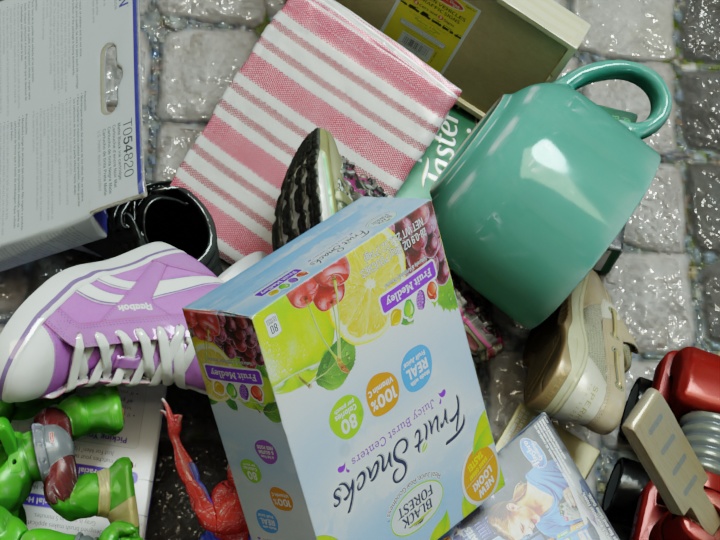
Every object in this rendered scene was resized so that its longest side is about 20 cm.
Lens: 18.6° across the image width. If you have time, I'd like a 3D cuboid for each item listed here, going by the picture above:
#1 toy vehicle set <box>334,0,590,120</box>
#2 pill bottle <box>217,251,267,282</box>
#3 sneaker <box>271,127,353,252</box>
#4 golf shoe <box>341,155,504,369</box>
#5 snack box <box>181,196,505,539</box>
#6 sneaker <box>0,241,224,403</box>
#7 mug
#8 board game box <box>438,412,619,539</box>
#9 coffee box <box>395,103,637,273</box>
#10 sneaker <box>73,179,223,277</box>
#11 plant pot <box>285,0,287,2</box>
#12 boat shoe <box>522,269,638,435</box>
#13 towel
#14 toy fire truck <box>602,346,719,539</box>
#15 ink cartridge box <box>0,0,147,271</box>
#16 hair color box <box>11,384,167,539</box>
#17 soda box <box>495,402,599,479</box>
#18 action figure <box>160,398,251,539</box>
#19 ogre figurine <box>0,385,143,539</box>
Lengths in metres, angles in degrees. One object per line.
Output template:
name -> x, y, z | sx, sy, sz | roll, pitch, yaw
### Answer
toy vehicle set -> 0.054, -0.186, 1.574 | 0.199, 0.124, 0.027 | 33, 56, -2
pill bottle -> -0.029, 0.086, 1.500 | 0.111, 0.111, 0.200 | -38, 76, -24
sneaker -> 0.000, 0.000, 1.461 | 0.088, 0.077, 0.202 | 1, 66, -31
golf shoe -> 0.009, 0.006, 1.535 | 0.092, 0.073, 0.200 | -38, 99, 11
snack box -> -0.005, 0.080, 1.329 | 0.168, 0.067, 0.201 | -34, 118, -40
sneaker -> -0.139, 0.047, 1.387 | 0.114, 0.073, 0.200 | 33, 37, 21
mug -> 0.124, -0.063, 1.534 | 0.114, 0.152, 0.185 | 37, 46, -3
board game box -> 0.080, 0.225, 1.412 | 0.199, 0.062, 0.201 | -24, 73, -19
coffee box -> 0.102, -0.077, 1.639 | 0.198, 0.044, 0.124 | 12, 65, -4
sneaker -> -0.173, -0.048, 1.543 | 0.199, 0.099, 0.071 | 35, 66, 8
plant pot -> 0.047, -0.282, 1.640 | 0.198, 0.199, 0.202 | 5, 64, -9
boat shoe -> 0.157, 0.056, 1.533 | 0.065, 0.072, 0.200 | 30, 21, -5
towel -> -0.038, -0.086, 1.585 | 0.146, 0.030, 0.201 | 35, 95, 7
toy fire truck -> 0.219, 0.123, 1.479 | 0.128, 0.200, 0.177 | 19, 63, -2
ink cartridge box -> -0.224, -0.105, 1.533 | 0.199, 0.041, 0.201 | -16, 63, 26
hair color box -> -0.191, 0.135, 1.474 | 0.108, 0.065, 0.201 | 9, 62, -5
soda box -> 0.085, 0.195, 1.497 | 0.067, 0.064, 0.201 | 31, 63, 5
action figure -> -0.090, 0.147, 1.411 | 0.065, 0.200, 0.100 | -10, 63, -15
ogre figurine -> -0.204, 0.123, 1.387 | 0.119, 0.098, 0.201 | -7, 65, -10
